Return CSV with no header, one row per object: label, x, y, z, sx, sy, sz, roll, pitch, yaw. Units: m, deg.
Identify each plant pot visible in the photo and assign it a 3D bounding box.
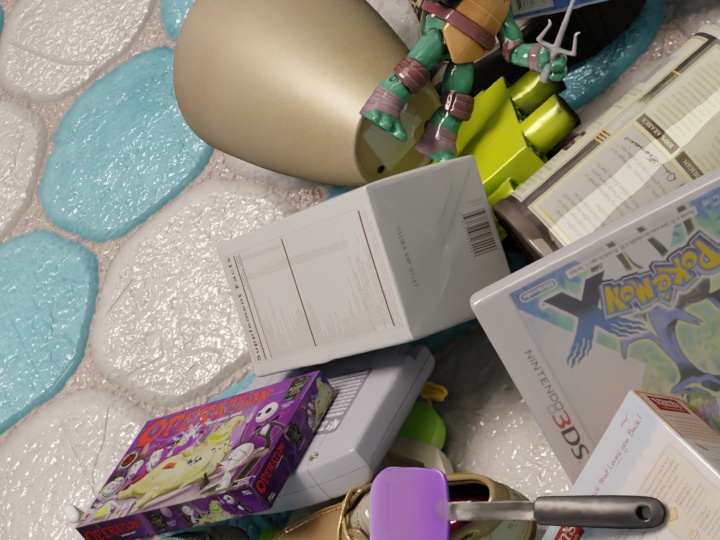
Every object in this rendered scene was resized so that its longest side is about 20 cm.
plant pot,-0.027,-0.147,1.298,0.188,0.187,0.200,-48,45,-6

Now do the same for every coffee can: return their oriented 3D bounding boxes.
coffee can,0.214,-0.054,1.105,0.200,0.146,0.147,-40,46,2

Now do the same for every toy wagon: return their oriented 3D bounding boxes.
toy wagon,0.016,0.174,1.148,0.154,0.040,0.201,13,66,38

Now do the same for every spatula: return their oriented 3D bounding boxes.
spatula,0.095,0.152,0.993,0.198,0.021,0.057,-4,84,20

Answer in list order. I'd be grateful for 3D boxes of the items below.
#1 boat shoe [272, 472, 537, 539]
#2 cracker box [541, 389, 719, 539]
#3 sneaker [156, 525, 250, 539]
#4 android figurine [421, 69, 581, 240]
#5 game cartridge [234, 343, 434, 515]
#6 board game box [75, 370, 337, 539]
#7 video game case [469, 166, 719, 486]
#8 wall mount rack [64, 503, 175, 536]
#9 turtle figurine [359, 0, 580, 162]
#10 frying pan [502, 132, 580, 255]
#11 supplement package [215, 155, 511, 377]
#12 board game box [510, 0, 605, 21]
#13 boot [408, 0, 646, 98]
boat shoe,0.018,0.174,1.071,0.198,0.066,0.075,-17,51,21
cracker box,0.210,0.187,0.965,0.200,0.057,0.135,47,116,43
sneaker,-0.097,0.265,1.108,0.200,0.086,0.078,49,121,42
android figurine,0.088,-0.076,1.243,0.200,0.041,0.183,-44,27,19
game cartridge,-0.044,0.122,1.173,0.199,0.041,0.133,-15,28,45
board game box,-0.117,0.142,1.166,0.199,0.032,0.120,-20,24,39
video game case,0.201,0.050,1.029,0.199,0.183,0.022,-28,15,13
wall mount rack,-0.215,0.279,1.200,0.200,0.075,0.174,-48,47,-4
turtle figurine,0.086,-0.182,1.181,0.201,0.149,0.101,-60,17,6
frying pan,0.169,-0.087,1.236,0.115,0.031,0.190,29,76,45
supplement package,0.000,0.000,1.161,0.199,0.109,0.115,-16,91,52
board game box,0.201,-0.289,1.289,0.198,0.044,0.200,-12,36,8
boot,0.134,-0.231,1.340,0.199,0.073,0.151,-32,46,15
